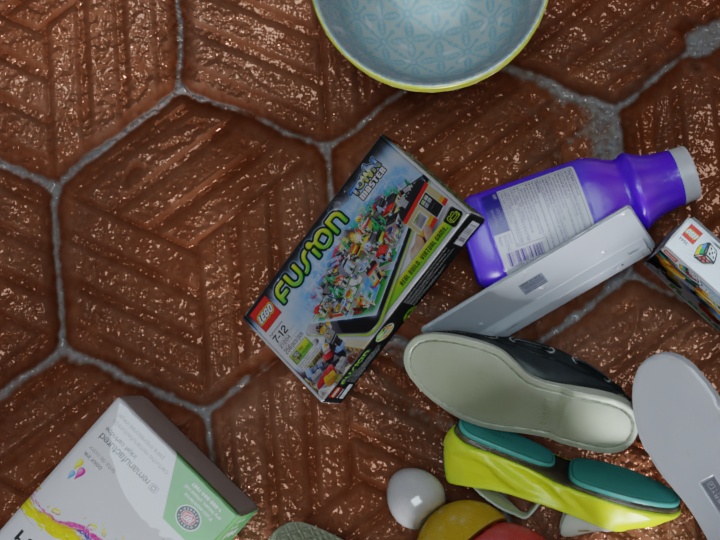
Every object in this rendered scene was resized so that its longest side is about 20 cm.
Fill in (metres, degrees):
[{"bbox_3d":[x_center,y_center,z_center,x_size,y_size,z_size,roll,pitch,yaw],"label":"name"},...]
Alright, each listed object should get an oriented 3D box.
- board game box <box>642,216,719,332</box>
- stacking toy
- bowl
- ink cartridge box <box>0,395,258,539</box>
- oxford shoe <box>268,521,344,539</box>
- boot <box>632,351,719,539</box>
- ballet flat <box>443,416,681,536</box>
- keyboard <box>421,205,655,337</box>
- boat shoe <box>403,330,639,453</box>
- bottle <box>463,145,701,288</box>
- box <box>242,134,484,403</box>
[{"bbox_3d":[0.317,0.043,0.964,0.200,0.126,0.035,43,90,9],"label":"board game box"},{"bbox_3d":[0.095,0.235,0.986,0.146,0.146,0.200,-43,65,1],"label":"stacking toy"},{"bbox_3d":[0.061,-0.240,1.028,0.199,0.108,0.202,-1,85,6],"label":"bowl"},{"bbox_3d":[-0.209,0.228,1.025,0.145,0.084,0.200,42,91,8],"label":"ink cartridge box"},{"bbox_3d":[0.007,0.278,1.014,0.199,0.075,0.058,28,130,0],"label":"oxford shoe"},{"bbox_3d":[0.289,0.153,0.977,0.073,0.095,0.201,-28,83,29],"label":"boot"},{"bbox_3d":[0.161,0.182,1.007,0.199,0.067,0.067,19,108,10],"label":"ballet flat"},{"bbox_3d":[0.146,0.014,1.006,0.199,0.011,0.056,-32,124,15],"label":"keyboard"},{"bbox_3d":[0.134,0.090,1.011,0.198,0.066,0.075,14,115,6],"label":"boat shoe"},{"bbox_3d":[0.182,-0.050,1.018,0.199,0.065,0.084,-19,85,4],"label":"bottle"},{"bbox_3d":[0.000,0.000,1.015,0.110,0.035,0.200,42,102,25],"label":"box"}]
